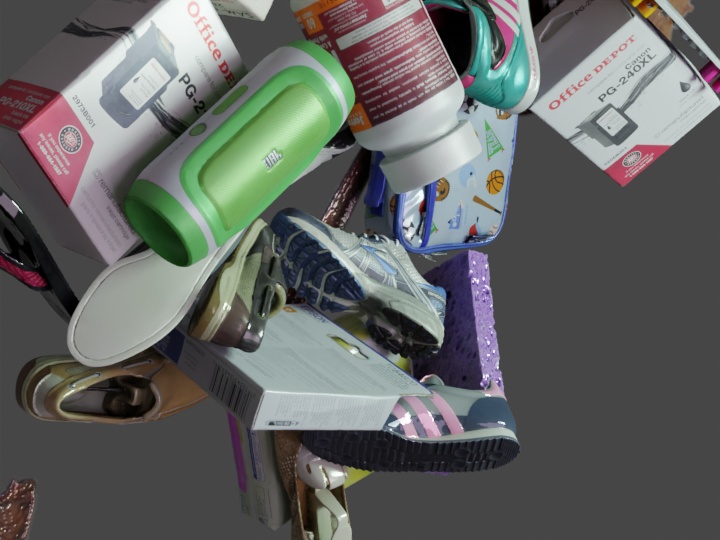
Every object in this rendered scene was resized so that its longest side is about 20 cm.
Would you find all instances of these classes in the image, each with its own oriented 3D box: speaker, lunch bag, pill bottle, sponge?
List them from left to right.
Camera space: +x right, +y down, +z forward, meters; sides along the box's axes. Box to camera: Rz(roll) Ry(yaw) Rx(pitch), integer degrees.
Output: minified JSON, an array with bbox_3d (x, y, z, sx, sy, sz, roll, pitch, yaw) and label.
[{"bbox_3d":[-0.094,-0.094,1.174,0.200,0.088,0.089,-47,129,-24],"label":"speaker"},{"bbox_3d":[0.026,-0.178,1.324,0.109,0.109,0.201,-33,102,-32],"label":"pill bottle"},{"bbox_3d":[0.077,-0.110,1.460,0.160,0.075,0.201,-4,104,-41],"label":"lunch bag"},{"bbox_3d":[0.093,0.091,1.446,0.030,0.111,0.201,9,64,-31],"label":"sponge"}]

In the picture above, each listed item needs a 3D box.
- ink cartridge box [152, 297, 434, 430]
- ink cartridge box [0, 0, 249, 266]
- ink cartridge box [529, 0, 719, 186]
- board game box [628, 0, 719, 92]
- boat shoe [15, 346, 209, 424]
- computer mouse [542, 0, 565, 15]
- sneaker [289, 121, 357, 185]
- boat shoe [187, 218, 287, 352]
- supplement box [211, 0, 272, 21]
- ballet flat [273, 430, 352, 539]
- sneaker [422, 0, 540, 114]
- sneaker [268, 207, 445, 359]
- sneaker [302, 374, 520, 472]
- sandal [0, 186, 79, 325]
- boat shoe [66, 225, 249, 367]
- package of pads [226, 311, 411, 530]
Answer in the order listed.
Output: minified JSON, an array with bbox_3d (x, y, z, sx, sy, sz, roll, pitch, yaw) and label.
[{"bbox_3d":[-0.069,0.080,1.288,0.199,0.199,0.041,5,110,-42],"label":"ink cartridge box"},{"bbox_3d":[-0.189,-0.128,1.190,0.200,0.084,0.145,-48,131,-23],"label":"ink cartridge box"},{"bbox_3d":[0.265,-0.198,1.561,0.145,0.084,0.200,-41,138,18],"label":"ink cartridge box"},{"bbox_3d":[0.293,-0.291,1.539,0.026,0.200,0.200,-42,136,16],"label":"board game box"},{"bbox_3d":[-0.191,0.105,1.263,0.199,0.076,0.072,-8,107,-42],"label":"boat shoe"},{"bbox_3d":[0.246,-0.273,1.593,0.110,0.044,0.200,-58,138,-5],"label":"computer mouse"},{"bbox_3d":[-0.076,-0.109,1.327,0.074,0.080,0.200,53,42,6],"label":"sneaker"},{"bbox_3d":[-0.096,0.018,1.265,0.066,0.201,0.072,34,111,-7],"label":"boat shoe"},{"bbox_3d":[-0.136,-0.309,1.194,0.200,0.073,0.127,35,78,-44],"label":"supplement box"},{"bbox_3d":[-0.035,0.200,1.355,0.070,0.065,0.201,-26,121,-32],"label":"ballet flat"},{"bbox_3d":[0.095,-0.248,1.391,0.120,0.083,0.201,9,61,-44],"label":"sneaker"},{"bbox_3d":[0.000,0.000,1.399,0.200,0.077,0.085,38,47,-14],"label":"sneaker"},{"bbox_3d":[0.042,0.133,1.332,0.199,0.082,0.070,6,140,-15],"label":"sneaker"},{"bbox_3d":[-0.273,-0.011,1.157,0.045,0.075,0.200,-40,130,-17],"label":"sandal"},{"bbox_3d":[-0.161,0.006,1.207,0.073,0.062,0.200,40,72,1],"label":"boat shoe"},{"bbox_3d":[-0.036,0.135,1.428,0.199,0.068,0.155,-25,120,-37],"label":"package of pads"}]
